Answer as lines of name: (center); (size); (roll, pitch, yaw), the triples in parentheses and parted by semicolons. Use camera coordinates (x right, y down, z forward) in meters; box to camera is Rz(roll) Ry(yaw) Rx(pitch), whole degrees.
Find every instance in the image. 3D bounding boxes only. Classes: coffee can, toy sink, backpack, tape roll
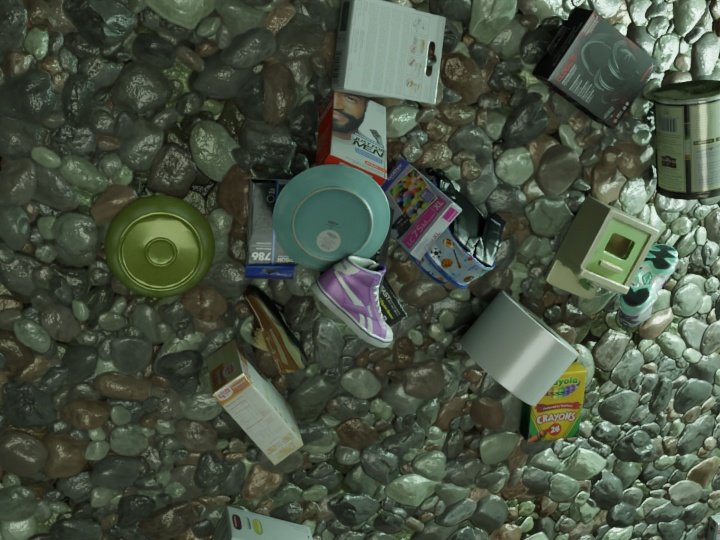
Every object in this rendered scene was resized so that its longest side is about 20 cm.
coffee can: (0.654, -0.257, 1.661); (0.146, 0.146, 0.201); (-14, 113, -9)
toy sink: (0.490, -0.028, 1.726); (0.130, 0.112, 0.201); (21, 104, -20)
backpack: (0.168, -0.063, 1.589); (0.200, 0.191, 0.154); (34, 115, -23)
tape roll: (0.318, 0.156, 1.704); (0.202, 0.203, 0.139); (37, 98, -23)

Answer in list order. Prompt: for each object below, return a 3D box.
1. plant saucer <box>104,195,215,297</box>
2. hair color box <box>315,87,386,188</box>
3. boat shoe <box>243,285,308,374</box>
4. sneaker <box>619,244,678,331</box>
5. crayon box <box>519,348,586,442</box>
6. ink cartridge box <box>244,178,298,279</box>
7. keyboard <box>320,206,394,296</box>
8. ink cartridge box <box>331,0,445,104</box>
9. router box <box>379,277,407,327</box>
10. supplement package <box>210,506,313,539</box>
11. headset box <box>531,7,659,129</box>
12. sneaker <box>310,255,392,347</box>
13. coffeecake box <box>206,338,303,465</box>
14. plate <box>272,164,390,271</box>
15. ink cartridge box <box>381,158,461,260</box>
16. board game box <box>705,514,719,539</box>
plant saucer: (-0.366, -0.037, 1.550); (0.199, 0.031, 0.201); (-5, 112, -12)
hair color box: (-0.015, -0.226, 1.473); (0.111, 0.201, 0.064); (21, 132, -21)
boat shoe: (-0.175, 0.125, 1.638); (0.074, 0.076, 0.200); (-30, 114, 2)
sneaker: (0.605, 0.045, 1.808); (0.200, 0.078, 0.140); (-45, 149, -24)
crayon box: (0.424, 0.276, 1.860); (0.126, 0.051, 0.201); (-4, 111, -12)
ink cartridge box: (-0.162, -0.071, 1.585); (0.099, 0.039, 0.201); (-1, 111, -15)
keyboard: (-0.014, -0.025, 1.484); (0.126, 0.021, 0.201); (3, 111, -13)
ink cartridge box: (0.050, -0.389, 1.507); (0.199, 0.057, 0.163); (2, 99, -37)
router box: (0.000, 0.000, 1.591); (0.062, 0.150, 0.200); (-33, 115, 2)
supplement package: (-0.217, 0.617, 1.795); (0.199, 0.111, 0.156); (21, 104, -21)
headset box: (0.436, -0.386, 1.595); (0.200, 0.077, 0.149); (29, 101, -24)
sneaker: (0.019, 0.052, 1.470); (0.114, 0.073, 0.200); (-40, 128, 9)
coffeecake box: (-0.206, 0.252, 1.634); (0.073, 0.154, 0.200); (-35, 114, 1)
plate: (-0.048, -0.081, 1.418); (0.199, 0.026, 0.201); (-3, 118, -5)
ink cartridge box: (0.083, -0.121, 1.541); (0.119, 0.200, 0.042); (-50, 135, 9)
board game box: (0.981, 0.679, 2.166); (0.199, 0.035, 0.127); (-3, 110, -13)
